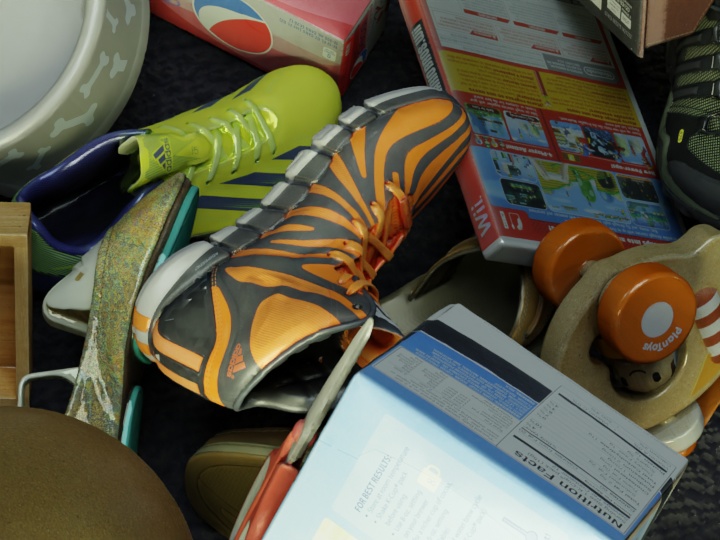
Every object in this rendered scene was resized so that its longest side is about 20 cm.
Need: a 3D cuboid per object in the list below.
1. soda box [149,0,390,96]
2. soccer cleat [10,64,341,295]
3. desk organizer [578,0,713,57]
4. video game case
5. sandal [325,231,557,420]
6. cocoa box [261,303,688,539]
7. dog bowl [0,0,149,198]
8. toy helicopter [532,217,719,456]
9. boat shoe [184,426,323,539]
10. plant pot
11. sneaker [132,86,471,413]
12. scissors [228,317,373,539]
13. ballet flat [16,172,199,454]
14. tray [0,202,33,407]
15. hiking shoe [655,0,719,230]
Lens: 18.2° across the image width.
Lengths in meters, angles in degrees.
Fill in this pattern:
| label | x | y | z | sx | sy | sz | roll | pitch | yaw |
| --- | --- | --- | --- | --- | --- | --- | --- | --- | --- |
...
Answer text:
| label | x | y | z | sx | sy | sz | roll | pitch | yaw |
| --- | --- | --- | --- | --- | --- | --- | --- | --- | --- |
| soda box | -0.083 | -0.171 | 1.213 | 0.200 | 0.070 | 0.063 | 27 | 64 | 9 |
| soccer cleat | -0.091 | -0.052 | 1.140 | 0.200 | 0.084 | 0.065 | -30 | 69 | -19 |
| desk organizer | 0.134 | -0.201 | 1.208 | 0.077 | 0.072 | 0.200 | -17 | 40 | -19 |
| video game case | 0.093 | -0.086 | 1.172 | 0.143 | 0.017 | 0.200 | 8 | 53 | -38 |
| sandal | 0.060 | 0.014 | 1.135 | 0.200 | 0.054 | 0.080 | -29 | 69 | -26 |
| cocoa box | 0.027 | 0.140 | 0.967 | 0.133 | 0.200 | 0.131 | 33 | 20 | 11 |
| dog bowl | -0.211 | -0.134 | 1.148 | 0.200 | 0.059 | 0.200 | -1 | 81 | 5 |
| toy helicopter | 0.178 | 0.038 | 1.114 | 0.200 | 0.133 | 0.079 | -9 | 25 | -25 |
| boat shoe | 0.017 | 0.106 | 1.082 | 0.200 | 0.074 | 0.066 | 11 | 38 | 8 |
| plant pot | -0.168 | 0.141 | 0.935 | 0.186 | 0.200 | 0.187 | 0 | 81 | 2 |
| sneaker | 0.000 | 0.000 | 1.045 | 0.200 | 0.078 | 0.112 | -42 | 48 | -18 |
| scissors | -0.028 | 0.073 | 0.985 | 0.014 | 0.200 | 0.073 | 21 | 37 | -4 |
| ballet flat | -0.128 | 0.044 | 1.077 | 0.071 | 0.071 | 0.200 | 11 | 80 | 0 |
| tray | -0.259 | 0.015 | 1.080 | 0.200 | 0.099 | 0.037 | 2 | 31 | -4 |
| hiking shoe | 0.194 | -0.105 | 1.166 | 0.076 | 0.101 | 0.200 | 3 | 44 | -4 |
